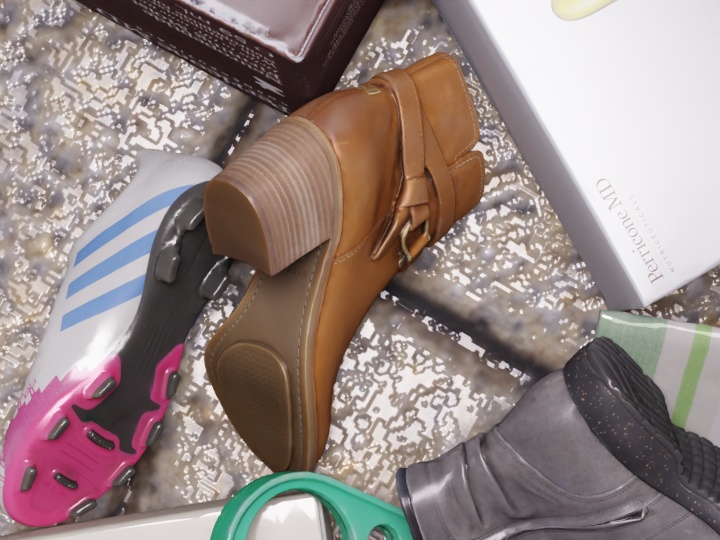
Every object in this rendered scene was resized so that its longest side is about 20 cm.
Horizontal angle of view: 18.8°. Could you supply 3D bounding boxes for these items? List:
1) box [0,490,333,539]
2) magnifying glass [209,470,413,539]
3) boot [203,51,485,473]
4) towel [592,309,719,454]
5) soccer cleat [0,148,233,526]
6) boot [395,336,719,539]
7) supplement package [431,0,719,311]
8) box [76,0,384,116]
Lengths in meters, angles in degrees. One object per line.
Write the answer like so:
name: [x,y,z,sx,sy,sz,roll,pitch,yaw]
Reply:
box: [-0.111,0.155,1.067,0.198,0.082,0.069,-9,87,2]
magnifying glass: [0.015,0.131,1.039,0.199,0.022,0.080,-3,85,-38]
boot: [0.000,0.000,1.071,0.073,0.201,0.154,31,48,31]
towel: [0.202,0.082,1.047,0.198,0.153,0.023,8,47,1]
soccer cleat: [-0.125,0.031,1.082,0.070,0.086,0.201,29,93,-43]
boot: [0.117,0.130,1.027,0.131,0.070,0.200,-37,110,18]
supplement package: [0.123,-0.093,1.036,0.110,0.156,0.201,-31,88,0]
box: [-0.056,-0.188,1.018,0.165,0.200,0.165,28,86,3]
